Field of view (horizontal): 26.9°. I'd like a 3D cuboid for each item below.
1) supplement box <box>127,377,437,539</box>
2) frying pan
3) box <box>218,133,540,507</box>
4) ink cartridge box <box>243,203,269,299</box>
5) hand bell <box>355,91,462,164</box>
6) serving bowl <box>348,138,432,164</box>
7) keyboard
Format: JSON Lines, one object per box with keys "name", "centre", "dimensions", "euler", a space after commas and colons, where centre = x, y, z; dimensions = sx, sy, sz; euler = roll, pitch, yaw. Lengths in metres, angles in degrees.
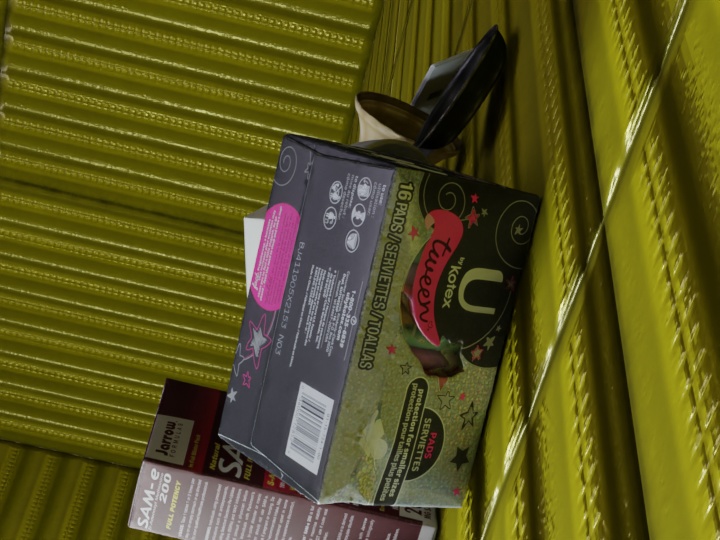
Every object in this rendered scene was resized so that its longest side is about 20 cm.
{"name": "supplement box", "centre": [-0.050, 0.146, 1.037], "dimensions": [0.109, 0.200, 0.061], "euler": [-86, 10, -63]}
{"name": "frying pan", "centre": [0.058, -0.108, 1.174], "dimensions": [0.190, 0.031, 0.115], "euler": [-56, 6, 11]}
{"name": "box", "centre": [0.010, 0.031, 0.921], "dimensions": [0.132, 0.115, 0.200], "euler": [23, 103, 54]}
{"name": "ink cartridge box", "centre": [-0.056, -0.010, 1.444], "dimensions": [0.200, 0.067, 0.116], "euler": [-36, -52, -63]}
{"name": "hand bell", "centre": [-0.001, -0.048, 1.341], "dimensions": [0.200, 0.104, 0.104], "euler": [-62, 10, 21]}
{"name": "serving bowl", "centre": [-0.010, -0.003, 1.139], "dimensions": [0.200, 0.066, 0.200], "euler": [-23, -62, -52]}
{"name": "keyboard", "centre": [0.073, -0.162, 1.351], "dimensions": [0.200, 0.056, 0.011], "euler": [121, 131, -77]}
